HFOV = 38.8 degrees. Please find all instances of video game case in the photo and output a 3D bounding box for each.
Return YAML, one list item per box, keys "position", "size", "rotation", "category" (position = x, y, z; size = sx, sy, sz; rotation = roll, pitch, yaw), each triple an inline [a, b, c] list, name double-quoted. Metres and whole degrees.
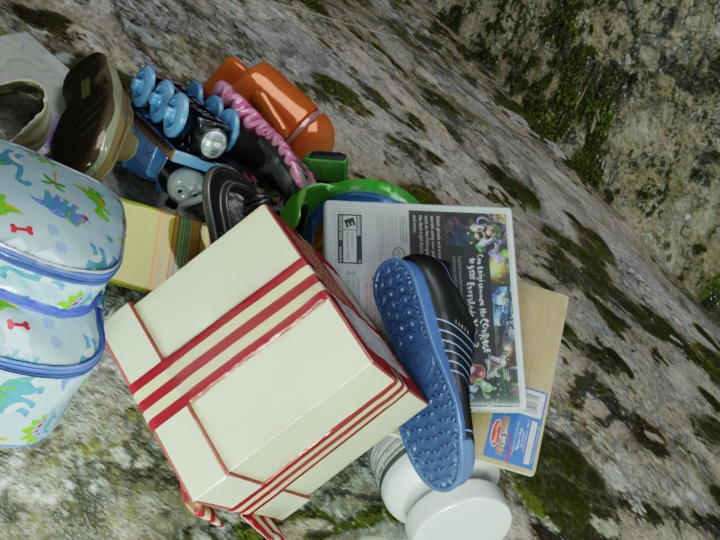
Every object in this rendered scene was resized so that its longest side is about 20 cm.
- position: [0.056, 0.031, 0.940]
  size: [0.181, 0.023, 0.200]
  rotation: [2, 66, -6]
  category: "video game case"

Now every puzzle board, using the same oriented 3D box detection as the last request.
- position: [0.105, 0.084, 0.954]
  size: [0.150, 0.017, 0.200]
  rotation: [16, 54, 4]
  category: "puzzle board"

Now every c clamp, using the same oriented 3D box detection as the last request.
- position: [-0.099, -0.002, 0.979]
  size: [0.171, 0.027, 0.200]
  rotation: [-11, 88, -68]
  category: "c clamp"

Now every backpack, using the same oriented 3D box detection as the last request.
- position: [-0.257, 0.006, 0.705]
  size: [0.183, 0.147, 0.200]
  rotation: [24, 31, -30]
  category: "backpack"

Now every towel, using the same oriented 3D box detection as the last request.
- position: [-0.211, -0.024, 0.914]
  size: [0.200, 0.018, 0.086]
  rotation: [17, 59, -25]
  category: "towel"

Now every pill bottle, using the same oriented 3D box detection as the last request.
- position: [0.065, 0.171, 0.978]
  size: [0.116, 0.116, 0.200]
  rotation: [26, 27, -35]
  category: "pill bottle"

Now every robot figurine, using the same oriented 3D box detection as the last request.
- position: [-0.117, -0.195, 1.362]
  size: [0.200, 0.144, 0.117]
  rotation: [41, 54, -2]
  category: "robot figurine"

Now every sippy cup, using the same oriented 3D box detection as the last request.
- position: [0.000, 0.000, 1.031]
  size: [0.177, 0.140, 0.131]
  rotation: [11, 47, 0]
  category: "sippy cup"

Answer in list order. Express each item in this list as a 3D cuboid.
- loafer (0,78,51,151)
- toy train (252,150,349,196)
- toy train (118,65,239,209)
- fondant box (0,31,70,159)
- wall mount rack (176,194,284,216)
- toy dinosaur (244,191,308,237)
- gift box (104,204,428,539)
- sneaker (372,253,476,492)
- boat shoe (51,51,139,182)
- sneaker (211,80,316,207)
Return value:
- position: [-0.331, -0.107, 0.829]
  size: [0.076, 0.068, 0.200]
  rotation: [42, 45, 2]
  category: "loafer"
- position: [-0.108, -0.117, 1.185]
  size: [0.199, 0.057, 0.042]
  rotation: [5, 22, 4]
  category: "toy train"
- position: [-0.195, -0.138, 1.072]
  size: [0.087, 0.114, 0.200]
  rotation: [13, 17, -35]
  category: "toy train"
- position: [-0.336, -0.156, 0.996]
  size: [0.144, 0.058, 0.200]
  rotation: [42, 23, -2]
  category: "fondant box"
- position: [-0.118, 0.015, 1.031]
  size: [0.200, 0.074, 0.174]
  rotation: [4, 75, -56]
  category: "wall mount rack"
- position: [-0.086, -0.052, 1.219]
  size: [0.136, 0.102, 0.200]
  rotation: [30, 38, 11]
  category: "toy dinosaur"
- position: [-0.072, 0.094, 0.809]
  size: [0.185, 0.187, 0.200]
  rotation: [55, 3, 30]
  category: "gift box"
- position: [0.071, 0.082, 0.869]
  size: [0.078, 0.070, 0.200]
  rotation: [-4, 81, -47]
  category: "sneaker"
- position: [-0.238, -0.133, 0.969]
  size: [0.076, 0.072, 0.200]
  rotation: [52, 18, -37]
  category: "boat shoe"
- position: [-0.126, -0.120, 1.120]
  size: [0.200, 0.095, 0.079]
  rotation: [46, -3, 34]
  category: "sneaker"
